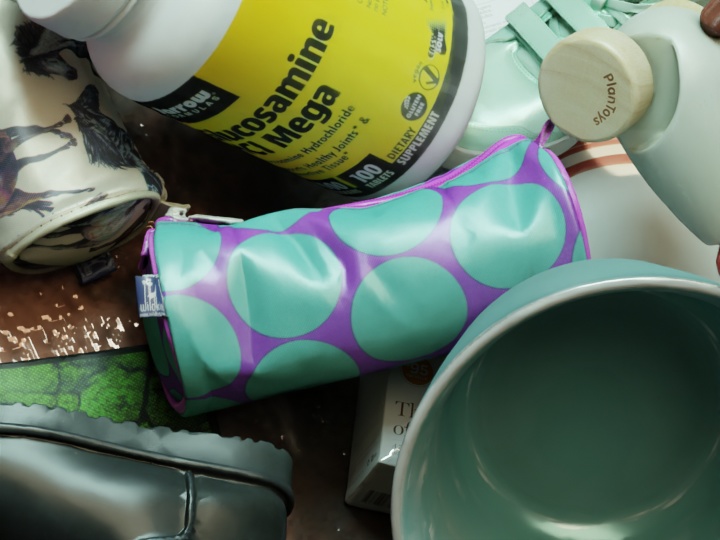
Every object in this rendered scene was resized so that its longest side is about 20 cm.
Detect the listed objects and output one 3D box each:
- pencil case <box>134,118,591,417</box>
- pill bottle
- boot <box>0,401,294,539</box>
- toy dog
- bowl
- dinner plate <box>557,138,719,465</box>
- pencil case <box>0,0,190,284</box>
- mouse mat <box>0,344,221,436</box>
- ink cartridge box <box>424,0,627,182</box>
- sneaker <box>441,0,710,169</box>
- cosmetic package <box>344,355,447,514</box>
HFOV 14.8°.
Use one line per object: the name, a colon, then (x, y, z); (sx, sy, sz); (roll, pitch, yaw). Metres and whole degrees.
pencil case: (0.000, 0.000, 1.231); (0.199, 0.085, 0.093); (-13, 89, -4)
pill bottle: (-0.050, -0.113, 1.241); (0.199, 0.112, 0.113); (23, 53, -34)
boot: (-0.112, 0.144, 1.134); (0.197, 0.073, 0.163); (7, 57, -10)
toy dog: (0.175, -0.051, 1.223); (0.200, 0.096, 0.132); (42, 40, -13)
bowl: (0.107, 0.076, 1.174); (0.200, 0.202, 0.105); (19, 19, -12)
dinner plate: (0.141, 0.008, 1.302); (0.199, 0.024, 0.201); (5, 58, -8)
pencil case: (-0.155, -0.095, 1.270); (0.089, 0.078, 0.201); (-7, 65, -38)
mouse mat: (-0.143, 0.112, 1.203); (0.199, 0.008, 0.162); (-7, 66, -25)
ink cartridge box: (0.039, -0.119, 1.378); (0.119, 0.042, 0.201); (-17, 72, -18)
sneaker: (0.107, -0.130, 1.302); (0.200, 0.118, 0.074); (-30, 58, -20)
cosmetic package: (0.097, 0.086, 1.292); (0.199, 0.051, 0.083); (15, 56, -14)
